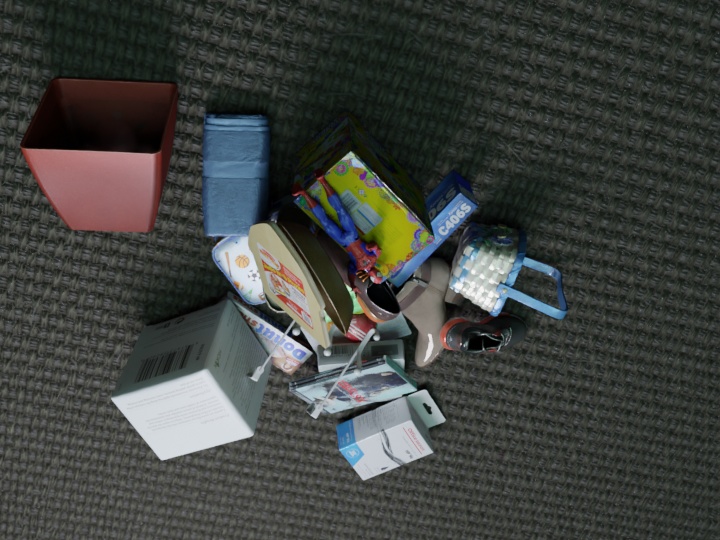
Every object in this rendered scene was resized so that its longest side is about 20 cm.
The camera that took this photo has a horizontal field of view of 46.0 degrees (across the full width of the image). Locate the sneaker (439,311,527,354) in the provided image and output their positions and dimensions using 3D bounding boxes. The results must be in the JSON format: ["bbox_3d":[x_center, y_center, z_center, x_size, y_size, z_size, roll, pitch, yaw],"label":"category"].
[{"bbox_3d":[0.239,0.127,1.545,0.199,0.082,0.078,-4,108,-33],"label":"sneaker"}]

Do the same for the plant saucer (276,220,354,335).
[{"bbox_3d":[-0.061,0.004,1.278,0.035,0.200,0.201,-31,119,-9],"label":"plant saucer"}]

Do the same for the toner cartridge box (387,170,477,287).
[{"bbox_3d":[0.112,-0.072,1.453,0.043,0.095,0.200,35,112,-19],"label":"toner cartridge box"}]

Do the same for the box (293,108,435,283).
[{"bbox_3d":[0.004,-0.122,1.362,0.122,0.193,0.200,-39,114,18],"label":"box"}]

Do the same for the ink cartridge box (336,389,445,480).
[{"bbox_3d":[0.067,0.328,1.691,0.199,0.068,0.116,-25,127,11],"label":"ink cartridge box"}]

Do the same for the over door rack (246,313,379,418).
[{"bbox_3d":[-0.078,0.152,1.466,0.147,0.067,0.200,35,98,-20],"label":"over door rack"}]

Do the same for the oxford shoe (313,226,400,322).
[{"bbox_3d":[0.000,0.000,1.422,0.071,0.072,0.200,-45,100,-19],"label":"oxford shoe"}]

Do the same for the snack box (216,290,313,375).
[{"bbox_3d":[-0.188,0.119,1.590,0.200,0.024,0.072,35,115,-20],"label":"snack box"}]

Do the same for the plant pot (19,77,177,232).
[{"bbox_3d":[-0.392,-0.170,1.327,0.199,0.200,0.177,2,131,-4],"label":"plant pot"}]

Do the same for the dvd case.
[{"bbox_3d":[-0.012,0.216,1.581,0.199,0.022,0.146,-17,147,20],"label":"dvd case"}]

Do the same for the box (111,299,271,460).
[{"bbox_3d":[-0.293,0.194,1.513,0.198,0.200,0.172,-18,121,19],"label":"box"}]

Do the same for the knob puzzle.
[{"bbox_3d":[-0.109,0.000,1.300,0.030,0.219,0.221,-32,122,-22],"label":"knob puzzle"}]

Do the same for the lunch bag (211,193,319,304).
[{"bbox_3d":[-0.149,-0.041,1.473,0.199,0.076,0.161,-26,116,13],"label":"lunch bag"}]

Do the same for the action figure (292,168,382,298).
[{"bbox_3d":[-0.020,-0.044,1.241,0.065,0.099,0.200,-32,119,10],"label":"action figure"}]

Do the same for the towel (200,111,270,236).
[{"bbox_3d":[-0.203,-0.156,1.387,0.111,0.049,0.201,3,98,-1],"label":"towel"}]

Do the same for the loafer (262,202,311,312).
[{"bbox_3d":[-0.127,-0.011,1.407,0.075,0.070,0.201,8,117,-2],"label":"loafer"}]

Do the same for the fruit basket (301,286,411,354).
[{"bbox_3d":[-0.023,0.076,1.552,0.184,0.094,0.200,-21,135,10],"label":"fruit basket"}]

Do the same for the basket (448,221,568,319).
[{"bbox_3d":[0.259,0.006,1.458,0.199,0.177,0.140,25,113,-4],"label":"basket"}]

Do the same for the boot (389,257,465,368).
[{"bbox_3d":[0.106,0.070,1.533,0.146,0.070,0.201,22,98,-33],"label":"boot"}]

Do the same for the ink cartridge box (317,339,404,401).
[{"bbox_3d":[0.003,0.197,1.619,0.161,0.050,0.200,-4,152,-1],"label":"ink cartridge box"}]
